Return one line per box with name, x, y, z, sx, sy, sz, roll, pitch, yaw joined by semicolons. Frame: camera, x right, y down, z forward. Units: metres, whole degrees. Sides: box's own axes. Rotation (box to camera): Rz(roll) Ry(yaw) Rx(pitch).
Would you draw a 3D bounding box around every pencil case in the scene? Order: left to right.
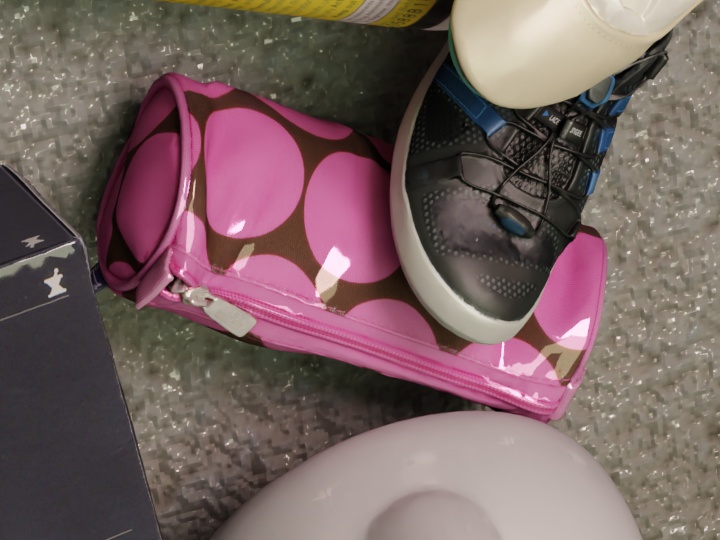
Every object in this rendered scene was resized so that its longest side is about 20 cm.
pencil case;0.000;0.000;1.091;0.199;0.094;0.091;16;124;-25

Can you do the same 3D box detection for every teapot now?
teapot;0.033;0.161;1.094;0.200;0.146;0.197;16;129;-45

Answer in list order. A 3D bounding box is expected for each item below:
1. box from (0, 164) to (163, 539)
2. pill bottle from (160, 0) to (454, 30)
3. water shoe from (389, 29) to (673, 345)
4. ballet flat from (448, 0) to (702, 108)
box;-0.180;0.086;1.035;0.199;0.104;0.183;-20;114;-16
pill bottle;-0.050;-0.146;1.013;0.199;0.111;0.112;3;105;-24
water shoe;0.067;-0.071;1.060;0.071;0.079;0.201;27;62;-22
ballet flat;0.106;-0.119;1.011;0.200;0.069;0.070;-39;122;-41
